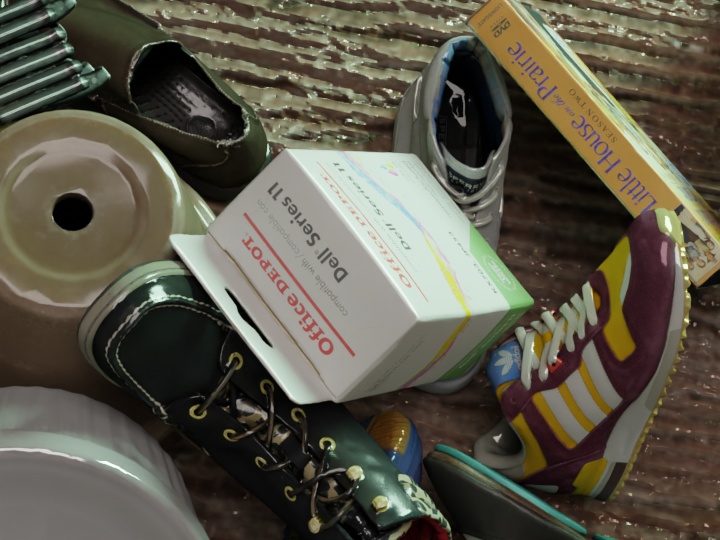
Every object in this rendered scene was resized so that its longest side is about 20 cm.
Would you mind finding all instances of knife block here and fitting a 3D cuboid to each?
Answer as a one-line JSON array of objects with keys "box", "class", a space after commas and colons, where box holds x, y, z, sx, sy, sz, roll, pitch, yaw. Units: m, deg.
[{"box": [-0.241, -0.084, 1.065, 0.200, 0.176, 0.064, -25, 92, 11], "class": "knife block"}]

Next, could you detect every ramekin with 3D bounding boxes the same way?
[{"box": [-0.171, 0.149, 0.993, 0.202, 0.203, 0.094, 3, 26, -9], "class": "ramekin"}]

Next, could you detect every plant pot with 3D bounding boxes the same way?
[{"box": [-0.158, 0.000, 1.052, 0.200, 0.175, 0.201, 3, 70, -8], "class": "plant pot"}]

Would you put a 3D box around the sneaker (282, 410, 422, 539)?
[{"box": [0.004, 0.176, 1.081, 0.088, 0.075, 0.200, 36, 56, -28], "class": "sneaker"}]

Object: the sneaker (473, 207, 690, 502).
[{"box": [0.118, 0.048, 1.075, 0.090, 0.200, 0.075, 9, 37, -4], "class": "sneaker"}]

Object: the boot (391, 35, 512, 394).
[{"box": [0.050, -0.036, 1.142, 0.073, 0.096, 0.200, 2, 70, -9], "class": "boot"}]

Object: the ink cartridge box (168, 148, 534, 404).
[{"box": [0.000, 0.000, 1.022, 0.067, 0.200, 0.117, -44, 74, 21], "class": "ink cartridge box"}]

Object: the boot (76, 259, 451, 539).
[{"box": [-0.041, 0.080, 0.976, 0.073, 0.204, 0.154, -48, 58, 0], "class": "boot"}]

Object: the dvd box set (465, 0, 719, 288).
[{"box": [0.149, -0.074, 1.152, 0.029, 0.146, 0.200, -42, 79, 13], "class": "dvd box set"}]

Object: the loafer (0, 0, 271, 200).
[{"box": [-0.133, -0.123, 1.155, 0.200, 0.071, 0.073, 33, 68, 3], "class": "loafer"}]

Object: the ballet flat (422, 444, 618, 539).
[{"box": [0.116, 0.165, 1.091, 0.200, 0.068, 0.068, 25, 82, -8], "class": "ballet flat"}]
